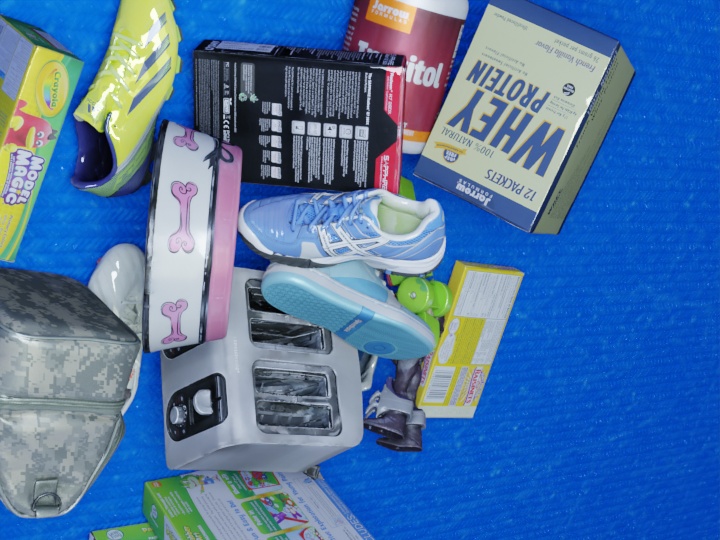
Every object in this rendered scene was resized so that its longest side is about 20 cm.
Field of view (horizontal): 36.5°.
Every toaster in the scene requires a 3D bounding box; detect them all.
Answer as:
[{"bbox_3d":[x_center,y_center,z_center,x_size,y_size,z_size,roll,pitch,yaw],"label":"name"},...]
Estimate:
[{"bbox_3d":[-0.096,0.107,1.094,0.198,0.118,0.184,10,65,-37],"label":"toaster"}]

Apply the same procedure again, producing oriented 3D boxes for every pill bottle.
[{"bbox_3d":[0.040,-0.227,1.072,0.112,0.113,0.203,3,110,-35],"label":"pill bottle"}]

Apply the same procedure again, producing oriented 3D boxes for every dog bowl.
[{"bbox_3d":[-0.145,-0.027,0.953,0.072,0.201,0.203,5,112,-8],"label":"dog bowl"}]

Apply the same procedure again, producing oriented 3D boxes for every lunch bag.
[{"bbox_3d":[-0.292,0.102,0.953,0.138,0.199,0.170,10,101,-38],"label":"lunch bag"}]

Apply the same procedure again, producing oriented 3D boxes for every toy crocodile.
[{"bbox_3d":[0.050,-0.008,1.169,0.067,0.061,0.203,10,65,-61],"label":"toy crocodile"}]

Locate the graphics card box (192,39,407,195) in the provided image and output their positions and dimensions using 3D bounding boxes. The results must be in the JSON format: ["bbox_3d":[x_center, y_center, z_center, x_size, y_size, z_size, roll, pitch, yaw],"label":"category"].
[{"bbox_3d":[-0.057,-0.142,1.019,0.196,0.051,0.127,4,115,4],"label":"graphics card box"}]

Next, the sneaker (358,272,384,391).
[{"bbox_3d":[0.002,0.040,1.204,0.071,0.072,0.203,-9,116,-28],"label":"sneaker"}]

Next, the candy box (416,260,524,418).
[{"bbox_3d":[0.128,0.088,1.344,0.101,0.026,0.203,5,110,-40],"label":"candy box"}]

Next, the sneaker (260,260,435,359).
[{"bbox_3d":[0.000,0.000,1.090,0.198,0.079,0.132,29,53,-28],"label":"sneaker"}]

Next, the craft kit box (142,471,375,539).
[{"bbox_3d":[-0.107,0.277,1.163,0.195,0.200,0.049,-3,116,-32],"label":"craft kit box"}]

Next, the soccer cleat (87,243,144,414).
[{"bbox_3d":[-0.236,0.075,1.054,0.068,0.077,0.203,5,109,-36],"label":"soccer cleat"}]

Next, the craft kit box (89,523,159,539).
[{"bbox_3d":[-0.162,0.333,1.146,0.197,0.197,0.049,-1,117,-33],"label":"craft kit box"}]

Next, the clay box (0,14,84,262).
[{"bbox_3d":[-0.298,-0.098,0.901,0.047,0.115,0.203,13,106,-38],"label":"clay box"}]

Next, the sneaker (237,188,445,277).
[{"bbox_3d":[-0.015,-0.047,1.003,0.196,0.077,0.077,3,149,-6],"label":"sneaker"}]

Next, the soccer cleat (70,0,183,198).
[{"bbox_3d":[-0.210,-0.159,0.959,0.083,0.064,0.203,-11,122,-49],"label":"soccer cleat"}]

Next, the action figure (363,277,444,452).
[{"bbox_3d":[0.057,0.097,1.235,0.131,0.068,0.203,72,32,-60],"label":"action figure"}]

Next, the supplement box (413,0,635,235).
[{"bbox_3d":[0.176,-0.155,1.131,0.203,0.133,0.199,-66,163,10],"label":"supplement box"}]
